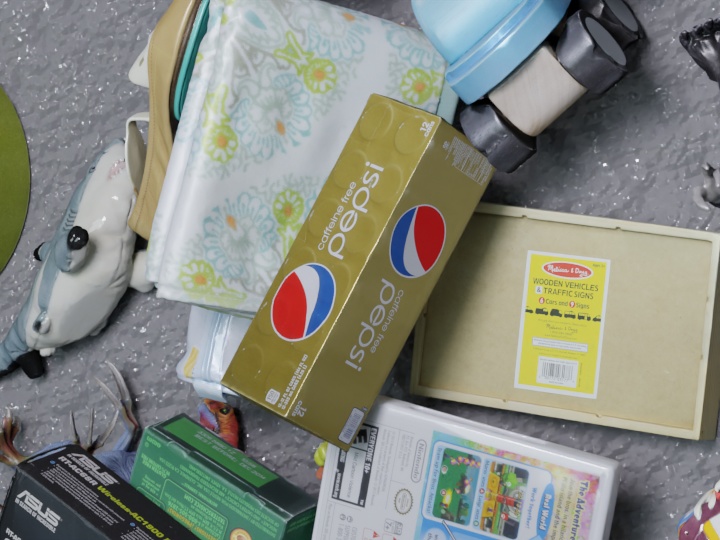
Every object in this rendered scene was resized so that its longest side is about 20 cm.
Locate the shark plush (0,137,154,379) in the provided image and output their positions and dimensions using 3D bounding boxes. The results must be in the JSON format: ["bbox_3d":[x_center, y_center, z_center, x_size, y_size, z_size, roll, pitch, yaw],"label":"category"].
[{"bbox_3d":[-0.195,0.007,1.882,0.201,0.090,0.084,-60,43,37],"label":"shark plush"}]

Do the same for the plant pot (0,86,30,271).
[{"bbox_3d":[-0.355,-0.065,1.872,0.186,0.200,0.189,-1,88,29],"label":"plant pot"}]

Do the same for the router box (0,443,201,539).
[{"bbox_3d":[-0.148,0.226,1.732,0.199,0.062,0.151,34,118,26],"label":"router box"}]

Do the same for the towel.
[{"bbox_3d":[-0.033,-0.062,1.702,0.048,0.170,0.201,20,96,57],"label":"towel"}]

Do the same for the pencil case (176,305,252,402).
[{"bbox_3d":[-0.060,-0.016,1.771,0.083,0.091,0.201,13,97,10],"label":"pencil case"}]

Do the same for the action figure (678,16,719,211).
[{"bbox_3d":[0.247,-0.060,1.599,0.118,0.102,0.201,-23,77,15],"label":"action figure"}]

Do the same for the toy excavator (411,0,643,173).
[{"bbox_3d":[0.071,-0.185,1.688,0.100,0.195,0.200,-39,100,23],"label":"toy excavator"}]

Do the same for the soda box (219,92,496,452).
[{"bbox_3d":[0.000,0.000,1.664,0.068,0.064,0.201,24,84,46],"label":"soda box"}]

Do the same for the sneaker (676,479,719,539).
[{"bbox_3d":[0.226,0.133,1.615,0.090,0.075,0.202,7,96,25],"label":"sneaker"}]

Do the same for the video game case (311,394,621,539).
[{"bbox_3d":[0.054,0.188,1.681,0.181,0.024,0.201,14,103,20],"label":"video game case"}]

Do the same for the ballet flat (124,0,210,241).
[{"bbox_3d":[-0.122,-0.101,1.763,0.063,0.069,0.201,19,119,23],"label":"ballet flat"}]

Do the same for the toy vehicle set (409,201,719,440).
[{"bbox_3d":[0.128,0.028,1.704,0.199,0.026,0.125,8,93,29],"label":"toy vehicle set"}]

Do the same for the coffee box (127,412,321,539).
[{"bbox_3d":[-0.106,0.205,1.764,0.123,0.044,0.201,30,117,26],"label":"coffee box"}]

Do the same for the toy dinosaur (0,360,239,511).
[{"bbox_3d":[-0.164,0.136,1.857,0.180,0.105,0.201,8,131,16],"label":"toy dinosaur"}]

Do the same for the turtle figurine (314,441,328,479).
[{"bbox_3d":[0.031,0.158,1.734,0.199,0.064,0.162,20,106,19],"label":"turtle figurine"}]
